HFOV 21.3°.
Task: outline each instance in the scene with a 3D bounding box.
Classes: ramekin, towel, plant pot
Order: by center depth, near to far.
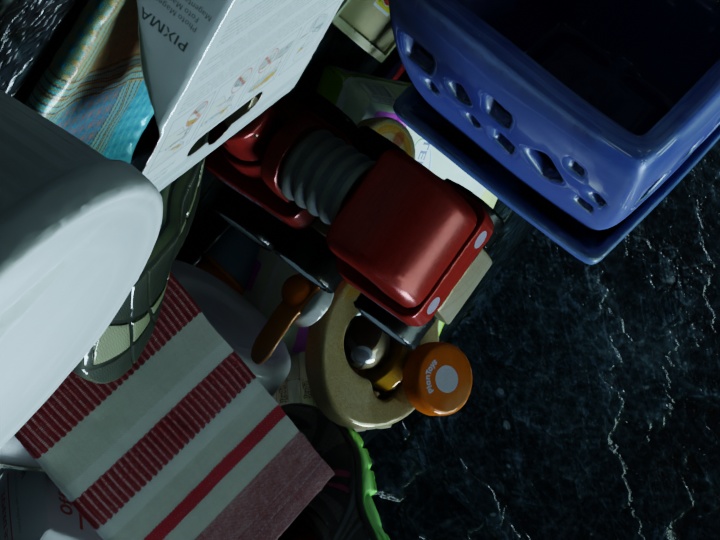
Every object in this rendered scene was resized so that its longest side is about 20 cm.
[{"bbox_3d":[-0.177,0.013,0.759,0.202,0.094,0.202,-48,173,-8],"label":"ramekin"},{"bbox_3d":[-0.101,-0.106,0.891,0.200,0.022,0.147,-53,172,24],"label":"towel"},{"bbox_3d":[-0.119,0.087,1.089,0.144,0.200,0.023,-44,-172,-39],"label":"towel"},{"bbox_3d":[0.141,-0.135,1.188,0.200,0.200,0.180,-44,163,-24],"label":"plant pot"}]

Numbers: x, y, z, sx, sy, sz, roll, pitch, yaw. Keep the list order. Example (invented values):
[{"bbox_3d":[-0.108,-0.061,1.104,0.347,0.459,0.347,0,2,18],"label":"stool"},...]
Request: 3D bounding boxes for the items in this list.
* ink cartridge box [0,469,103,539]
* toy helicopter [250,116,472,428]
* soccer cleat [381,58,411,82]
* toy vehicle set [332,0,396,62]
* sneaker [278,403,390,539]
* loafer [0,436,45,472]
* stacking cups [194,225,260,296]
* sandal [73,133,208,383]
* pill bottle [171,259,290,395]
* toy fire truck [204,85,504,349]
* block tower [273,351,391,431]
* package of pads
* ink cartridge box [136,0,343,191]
[{"bbox_3d":[-0.156,0.164,1.166,0.068,0.199,0.116,-58,-153,20],"label":"ink cartridge box"},{"bbox_3d":[0.000,0.000,1.221,0.079,0.132,0.201,-7,-102,57],"label":"toy helicopter"},{"bbox_3d":[0.008,-0.093,1.428,0.200,0.068,0.073,-52,173,-16],"label":"soccer cleat"},{"bbox_3d":[0.028,-0.195,1.180,0.124,0.026,0.200,-50,173,5],"label":"toy vehicle set"},{"bbox_3d":[-0.037,0.142,1.185,0.077,0.084,0.200,-59,-151,18],"label":"sneaker"},{"bbox_3d":[-0.165,0.085,1.104,0.200,0.072,0.073,-5,127,-50],"label":"loafer"},{"bbox_3d":[-0.084,-0.013,1.358,0.200,0.061,0.061,-44,172,-9],"label":"stacking cups"},{"bbox_3d":[-0.124,-0.015,1.004,0.201,0.057,0.080,-77,-175,-53],"label":"sandal"},{"bbox_3d":[-0.149,0.103,1.273,0.200,0.120,0.120,-52,172,15],"label":"pill bottle"},{"bbox_3d":[-0.013,-0.069,1.086,0.129,0.176,0.200,-53,157,-5],"label":"toy fire truck"},{"bbox_3d":[-0.077,0.094,1.333,0.199,0.054,0.058,-11,166,30],"label":"block tower"},{"bbox_3d":[0.015,-0.034,1.335,0.154,0.068,0.201,4,115,-41],"label":"package of pads"},{"bbox_3d":[-0.049,-0.130,0.879,0.163,0.057,0.200,-43,176,-45],"label":"ink cartridge box"}]
